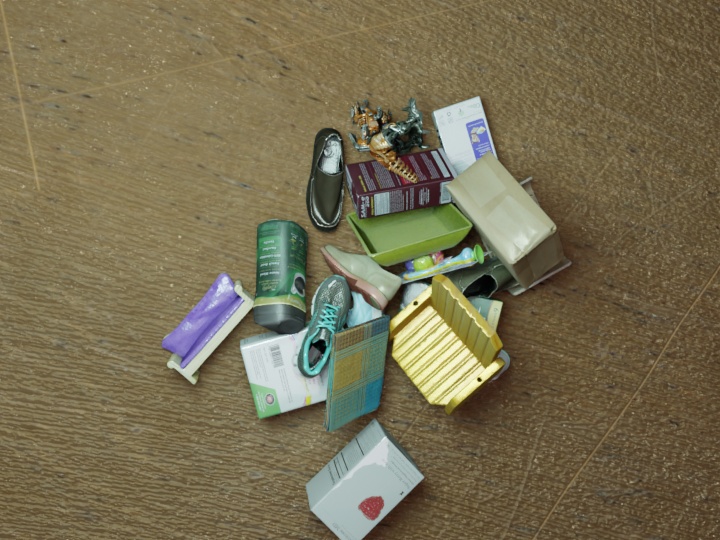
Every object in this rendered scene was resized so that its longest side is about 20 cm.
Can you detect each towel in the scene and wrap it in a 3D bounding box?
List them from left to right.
[{"bbox_3d":[-0.007,0.190,1.317,0.146,0.022,0.202,-16,119,-43],"label":"towel"}]

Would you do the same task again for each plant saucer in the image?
[{"bbox_3d":[0.089,-0.075,1.337,0.198,0.200,0.048,-16,119,-7],"label":"plant saucer"}]

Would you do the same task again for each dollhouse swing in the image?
[{"bbox_3d":[0.144,0.134,1.277,0.181,0.176,0.200,-41,72,5],"label":"dollhouse swing"}]

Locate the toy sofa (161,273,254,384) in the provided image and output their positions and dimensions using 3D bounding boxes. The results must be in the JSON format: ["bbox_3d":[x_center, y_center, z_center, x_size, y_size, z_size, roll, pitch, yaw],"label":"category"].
[{"bbox_3d":[-0.286,0.106,1.338,0.097,0.083,0.200,42,88,-12],"label":"toy sofa"}]

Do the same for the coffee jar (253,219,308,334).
[{"bbox_3d":[-0.147,0.015,1.309,0.084,0.104,0.202,-6,72,19],"label":"coffee jar"}]

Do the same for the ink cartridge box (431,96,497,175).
[{"bbox_3d":[0.216,-0.233,1.405,0.098,0.039,0.202,-17,96,-2],"label":"ink cartridge box"}]

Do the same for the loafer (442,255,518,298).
[{"bbox_3d":[0.249,0.023,1.364,0.198,0.070,0.076,-14,126,-22],"label":"loafer"}]

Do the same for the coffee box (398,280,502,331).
[{"bbox_3d":[0.174,0.096,1.404,0.198,0.044,0.124,15,93,8],"label":"coffee box"}]

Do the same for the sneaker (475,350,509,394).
[{"bbox_3d":[0.220,0.215,1.401,0.198,0.140,0.079,-18,98,-7],"label":"sneaker"}]

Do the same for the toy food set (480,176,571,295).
[{"bbox_3d":[0.328,-0.069,1.433,0.143,0.060,0.201,-29,99,-6],"label":"toy food set"}]

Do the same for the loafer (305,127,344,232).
[{"bbox_3d":[-0.066,-0.174,1.353,0.072,0.071,0.203,-1,95,-9],"label":"loafer"}]

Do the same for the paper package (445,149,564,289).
[{"bbox_3d":[0.265,-0.087,1.279,0.103,0.191,0.201,-38,65,6],"label":"paper package"}]

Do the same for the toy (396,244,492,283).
[{"bbox_3d":[0.136,-0.018,1.329,0.198,0.115,0.048,-11,99,32],"label":"toy"}]

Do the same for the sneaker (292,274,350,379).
[{"bbox_3d":[-0.063,0.107,1.287,0.077,0.091,0.202,17,89,-10],"label":"sneaker"}]

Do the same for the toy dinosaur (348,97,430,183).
[{"bbox_3d":[0.056,-0.247,1.344,0.135,0.102,0.201,-26,87,-8],"label":"toy dinosaur"}]

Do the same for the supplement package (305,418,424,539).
[{"bbox_3d":[0.006,0.418,1.396,0.200,0.120,0.121,-44,101,-3],"label":"supplement package"}]

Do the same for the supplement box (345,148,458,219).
[{"bbox_3d":[0.079,-0.167,1.354,0.198,0.109,0.061,-10,133,-8],"label":"supplement box"}]

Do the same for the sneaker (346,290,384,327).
[{"bbox_3d":[0.007,0.108,1.400,0.081,0.074,0.203,-2,93,8],"label":"sneaker"}]

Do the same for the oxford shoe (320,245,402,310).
[{"bbox_3d":[0.000,0.000,1.340,0.074,0.200,0.071,-43,143,-13],"label":"oxford shoe"}]

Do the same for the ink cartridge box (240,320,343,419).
[{"bbox_3d":[-0.120,0.183,1.371,0.198,0.084,0.146,-15,97,-8],"label":"ink cartridge box"}]
